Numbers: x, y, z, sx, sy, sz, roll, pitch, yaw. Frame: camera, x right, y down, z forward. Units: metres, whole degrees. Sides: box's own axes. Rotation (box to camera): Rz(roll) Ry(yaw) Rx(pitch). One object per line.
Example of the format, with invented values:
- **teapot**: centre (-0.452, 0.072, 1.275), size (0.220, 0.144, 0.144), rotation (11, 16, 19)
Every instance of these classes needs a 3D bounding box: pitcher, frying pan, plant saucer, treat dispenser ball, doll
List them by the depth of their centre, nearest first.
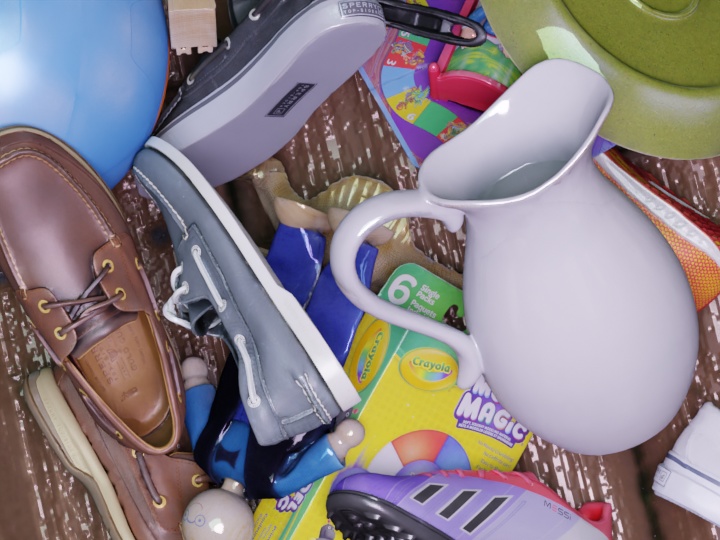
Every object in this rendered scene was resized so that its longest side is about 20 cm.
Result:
- **pitcher**: centre (0.084, 0.012, 1.502), size (0.171, 0.121, 0.200), rotation (-27, 127, -3)
- **doll**: centre (-0.049, 0.062, 1.548), size (0.136, 0.048, 0.200), rotation (13, 81, 39)
- **plant saucer**: centre (0.155, -0.154, 1.558), size (0.200, 0.031, 0.200), rotation (15, 54, -21)
- **treat dispenser ball**: centre (-0.204, -0.119, 1.559), size (0.201, 0.201, 0.201), rotation (0, 86, 4)
- **frying pan**: centre (-0.017, -0.137, 1.584), size (0.190, 0.031, 0.115), rotation (48, 120, 37)

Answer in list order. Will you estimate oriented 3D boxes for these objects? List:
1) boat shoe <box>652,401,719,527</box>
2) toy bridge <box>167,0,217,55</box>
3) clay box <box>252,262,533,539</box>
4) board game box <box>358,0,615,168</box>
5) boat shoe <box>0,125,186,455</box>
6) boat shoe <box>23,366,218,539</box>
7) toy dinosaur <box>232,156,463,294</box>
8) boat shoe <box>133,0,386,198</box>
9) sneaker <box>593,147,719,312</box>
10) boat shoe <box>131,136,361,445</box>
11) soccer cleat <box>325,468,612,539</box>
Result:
- **boat shoe**: centre (0.261, 0.139, 1.569), size (0.200, 0.074, 0.067), rotation (28, 91, 6)
- **toy bridge**: centre (-0.102, -0.197, 1.601), size (0.027, 0.067, 0.200), rotation (-6, 53, -4)
- **clay box**: centre (0.023, 0.106, 1.575), size (0.115, 0.048, 0.200), rotation (29, 90, -35)
- **board game box**: centre (0.074, -0.141, 1.573), size (0.158, 0.039, 0.200), rotation (-23, 57, -8)
- **boat shoe**: centre (-0.141, 0.013, 1.496), size (0.072, 0.068, 0.200), rotation (-29, 119, -5)
- **boat shoe**: centre (-0.110, 0.127, 1.594), size (0.068, 0.072, 0.200), rotation (-34, 82, 2)
- **toy dinosaur**: centre (0.000, 0.000, 1.608), size (0.200, 0.058, 0.101), rotation (27, 87, 6)
- **boat shoe**: centre (-0.059, -0.107, 1.571), size (0.200, 0.069, 0.057), rotation (-37, 61, 37)
- **sneaker**: centre (0.118, -0.044, 1.597), size (0.200, 0.073, 0.077), rotation (43, 104, 10)
- **boat shoe**: centre (-0.076, 0.010, 1.504), size (0.062, 0.073, 0.200), rotation (-36, 61, -2)
- **soccer cleat**: centre (0.062, 0.135, 1.549), size (0.200, 0.068, 0.073), rotation (25, 72, -36)
